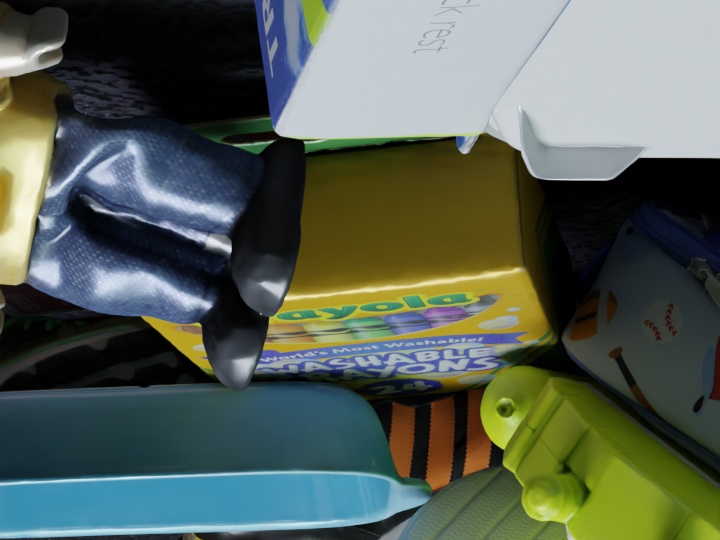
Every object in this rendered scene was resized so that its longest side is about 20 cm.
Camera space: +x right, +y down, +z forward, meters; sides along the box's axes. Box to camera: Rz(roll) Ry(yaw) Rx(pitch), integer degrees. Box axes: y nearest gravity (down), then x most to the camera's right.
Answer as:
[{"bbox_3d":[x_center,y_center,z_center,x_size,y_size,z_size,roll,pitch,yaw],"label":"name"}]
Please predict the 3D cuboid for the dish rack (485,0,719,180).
[{"bbox_3d":[0.105,-0.064,0.638,0.199,0.044,0.172,1,158,15],"label":"dish rack"}]

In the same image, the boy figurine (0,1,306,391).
[{"bbox_3d":[-0.116,-0.030,0.721,0.199,0.065,0.124,15,134,-14],"label":"boy figurine"}]

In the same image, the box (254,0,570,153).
[{"bbox_3d":[0.012,-0.102,0.402,0.047,0.122,0.200,-4,165,-12],"label":"box"}]

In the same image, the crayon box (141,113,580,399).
[{"bbox_3d":[0.000,0.000,0.851,0.125,0.052,0.200,-6,164,9],"label":"crayon box"}]

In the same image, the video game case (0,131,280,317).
[{"bbox_3d":[-0.058,-0.017,0.909,0.199,0.018,0.143,-7,164,13],"label":"video game case"}]

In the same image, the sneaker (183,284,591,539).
[{"bbox_3d":[0.018,0.056,1.019,0.200,0.090,0.070,-37,-151,-9],"label":"sneaker"}]

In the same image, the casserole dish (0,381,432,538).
[{"bbox_3d":[-0.074,0.069,0.925,0.199,0.039,0.121,-1,166,-1],"label":"casserole dish"}]

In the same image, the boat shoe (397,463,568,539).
[{"bbox_3d":[0.075,0.108,0.951,0.072,0.071,0.200,26,-149,26],"label":"boat shoe"}]

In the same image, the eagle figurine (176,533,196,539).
[{"bbox_3d":[-0.066,0.112,1.245,0.152,0.151,0.200,-39,149,-33],"label":"eagle figurine"}]

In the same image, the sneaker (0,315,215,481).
[{"bbox_3d":[-0.132,0.039,1.010,0.199,0.089,0.077,-15,131,15],"label":"sneaker"}]

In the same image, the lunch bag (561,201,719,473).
[{"bbox_3d":[0.162,0.035,0.892,0.160,0.076,0.200,38,-166,24],"label":"lunch bag"}]

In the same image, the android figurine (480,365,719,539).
[{"bbox_3d":[0.119,0.088,0.849,0.182,0.041,0.200,38,-167,25],"label":"android figurine"}]
